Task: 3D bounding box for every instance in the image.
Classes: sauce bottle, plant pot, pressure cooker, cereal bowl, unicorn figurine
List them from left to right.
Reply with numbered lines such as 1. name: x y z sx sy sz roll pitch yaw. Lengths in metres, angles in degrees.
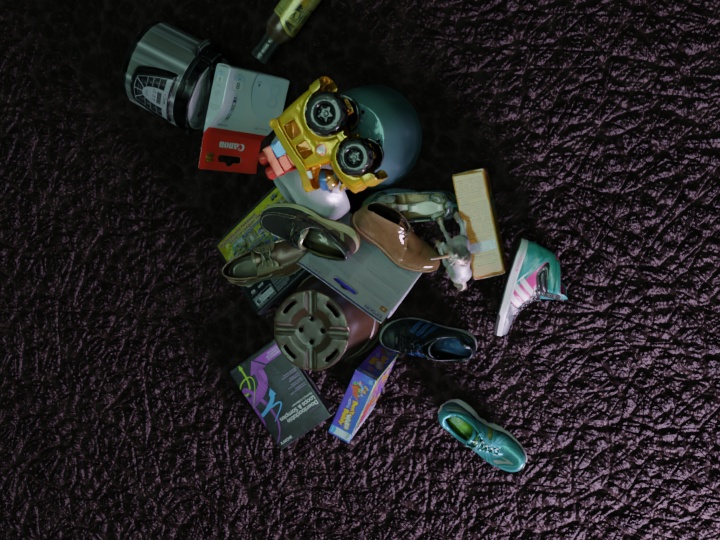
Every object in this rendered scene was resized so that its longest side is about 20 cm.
1. pressure cooker: -0.344 -0.373 1.698 0.198 0.176 0.180 28 88 8
2. sauce bottle: -0.138 -0.491 1.682 0.065 0.065 0.201 41 108 6
3. cereal bowl: -0.110 -0.170 1.646 0.083 0.200 0.201 -37 88 -11
4. plant pot: -0.068 0.095 1.683 0.197 0.198 0.204 2 98 15
5. plant pot: 0.003 -0.249 1.629 0.197 0.161 0.204 3 100 15
6. unicorn figurine: 0.173 -0.034 1.593 0.073 0.200 0.139 -23 52 10

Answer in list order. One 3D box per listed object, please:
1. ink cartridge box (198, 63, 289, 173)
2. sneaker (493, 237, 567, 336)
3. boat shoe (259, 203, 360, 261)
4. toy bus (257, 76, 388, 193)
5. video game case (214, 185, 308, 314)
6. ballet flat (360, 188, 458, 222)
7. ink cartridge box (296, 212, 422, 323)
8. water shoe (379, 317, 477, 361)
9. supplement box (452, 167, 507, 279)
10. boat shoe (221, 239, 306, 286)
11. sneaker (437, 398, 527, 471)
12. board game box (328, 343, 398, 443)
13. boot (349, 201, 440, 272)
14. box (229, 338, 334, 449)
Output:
1. ink cartridge box: -0.226 -0.287 1.685 0.047 0.159 0.203 21 104 36
2. sneaker: 0.326 0.045 1.632 0.119 0.084 0.203 16 117 4
3. boat shoe: -0.100 -0.069 1.595 0.197 0.065 0.074 15 124 14
4. toy bus: -0.072 -0.201 1.496 0.191 0.136 0.202 -32 91 13
5. video game case: -0.182 -0.044 1.761 0.200 0.025 0.182 -41 72 18
6. ballet flat: 0.089 -0.124 1.674 0.197 0.074 0.076 -6 97 16
7. ink cartridge box: 0.000 0.000 1.654 0.199 0.200 0.041 36 134 7
8. water shoe: 0.128 0.136 1.697 0.197 0.079 0.073 3 99 15
9. supplement box: 0.226 -0.090 1.643 0.068 0.067 0.203 -13 96 16
10. boat shoe: -0.185 -0.017 1.707 0.198 0.072 0.077 -23 78 22
11. sneaker: 0.233 0.333 1.700 0.199 0.080 0.078 32 105 8
12. board game box: 0.008 0.233 1.682 0.044 0.200 0.136 26 105 9
13. boot: 0.078 -0.062 1.651 0.198 0.074 0.075 30 144 -17
14. box: -0.165 0.255 1.819 0.142 0.036 0.201 -36 89 17
